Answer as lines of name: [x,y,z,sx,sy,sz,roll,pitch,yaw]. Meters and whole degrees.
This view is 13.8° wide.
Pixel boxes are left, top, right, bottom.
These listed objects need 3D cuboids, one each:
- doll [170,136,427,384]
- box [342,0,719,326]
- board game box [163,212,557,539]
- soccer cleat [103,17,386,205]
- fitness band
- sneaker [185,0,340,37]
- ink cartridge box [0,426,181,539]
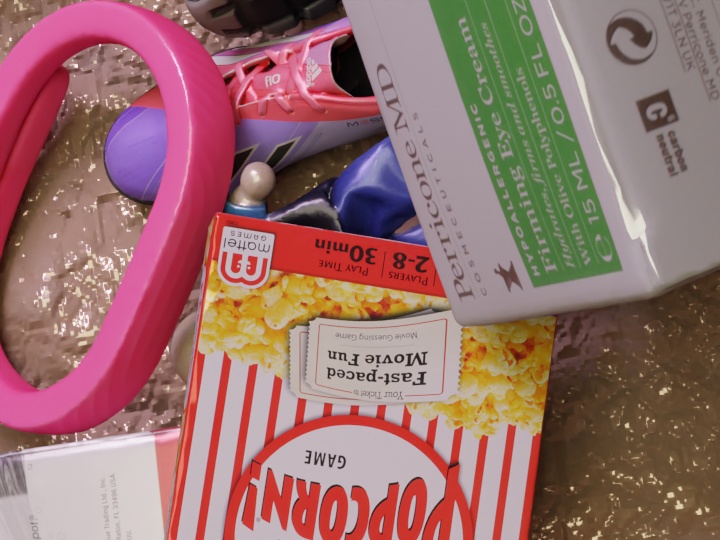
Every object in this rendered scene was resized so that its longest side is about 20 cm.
doll: [0.000,0.000,1.320,0.200,0.048,0.137,-31,105,17]
box: [0.122,-0.105,1.188,0.200,0.171,0.199,-21,93,-24]
board game box: [-0.003,0.087,1.252,0.151,0.046,0.200,8,81,-6]
soccer cleat: [-0.029,-0.080,1.335,0.200,0.073,0.068,-15,79,13]
fitness band: [-0.129,-0.024,1.341,0.144,0.037,0.200,33,106,40]
sneaker: [-0.006,-0.185,1.348,0.200,0.075,0.079,-40,63,-5]
ink cartridge box: [-0.124,0.153,1.327,0.200,0.083,0.147,-9,81,14]
